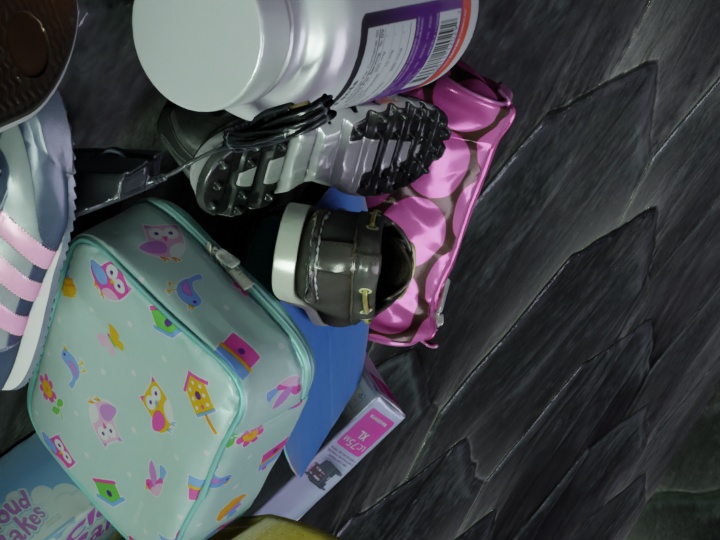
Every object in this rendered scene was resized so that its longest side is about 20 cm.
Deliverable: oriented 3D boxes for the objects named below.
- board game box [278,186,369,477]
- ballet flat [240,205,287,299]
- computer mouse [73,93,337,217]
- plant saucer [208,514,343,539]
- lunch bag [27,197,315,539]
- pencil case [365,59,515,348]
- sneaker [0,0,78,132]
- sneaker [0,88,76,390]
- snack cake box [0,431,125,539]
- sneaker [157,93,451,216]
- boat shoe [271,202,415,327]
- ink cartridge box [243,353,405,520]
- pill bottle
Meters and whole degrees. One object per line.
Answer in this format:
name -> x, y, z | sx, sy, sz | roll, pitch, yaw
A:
board game box -> -0.038, 0.026, 1.184 | 0.200, 0.039, 0.159 | -56, 147, -61
ballet flat -> -0.065, 0.039, 1.300 | 0.072, 0.072, 0.201 | -22, 144, -55
computer mouse -> -0.101, -0.060, 0.960 | 0.199, 0.034, 0.059 | -17, -174, 23
plant saucer -> -0.124, 0.206, 1.152 | 0.200, 0.049, 0.200 | -30, -175, -28
lunch bag -> -0.116, 0.060, 1.097 | 0.077, 0.160, 0.200 | -28, 155, -40
pencil case -> 0.041, -0.048, 1.305 | 0.091, 0.093, 0.201 | -33, 143, -74
sneaker -> -0.201, -0.075, 0.834 | 0.073, 0.084, 0.200 | 61, 42, -30
sneaker -> -0.193, -0.011, 0.933 | 0.082, 0.070, 0.201 | -14, 132, -37
snack cake box -> -0.199, 0.164, 1.211 | 0.200, 0.067, 0.115 | -38, 156, -36
sneaker -> -0.035, -0.086, 1.114 | 0.199, 0.090, 0.067 | -11, 132, -41
boat shoe -> 0.000, 0.000, 1.104 | 0.201, 0.060, 0.072 | 11, 88, -79
ink cartridge box -> -0.068, 0.127, 1.324 | 0.200, 0.119, 0.042 | -43, 129, 8
pill bottle -> -0.029, -0.139, 1.017 | 0.200, 0.111, 0.112 | -21, 143, -56
